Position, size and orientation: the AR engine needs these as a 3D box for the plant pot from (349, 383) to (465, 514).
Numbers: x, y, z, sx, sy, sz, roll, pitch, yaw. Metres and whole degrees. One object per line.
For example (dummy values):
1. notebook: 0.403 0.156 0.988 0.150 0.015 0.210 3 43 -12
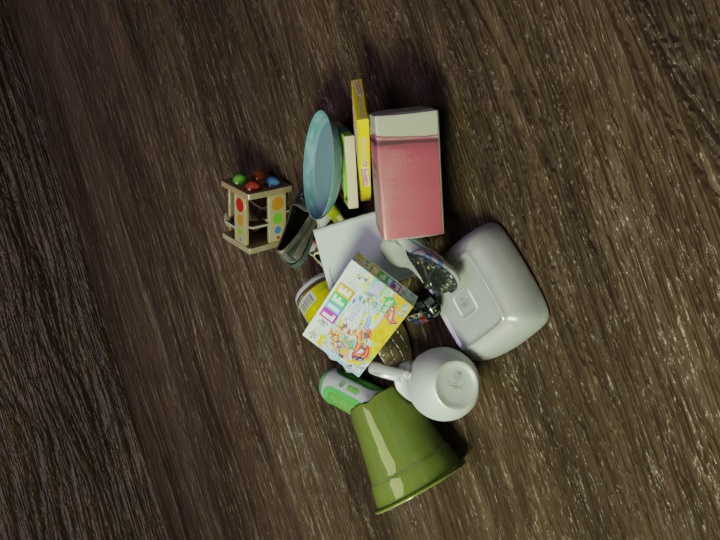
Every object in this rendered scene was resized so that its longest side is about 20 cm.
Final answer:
1. plant pot: 0.071 0.326 1.306 0.200 0.197 0.193 -43 72 50

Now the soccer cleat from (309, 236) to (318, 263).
1. soccer cleat: -0.083 -0.045 1.473 0.197 0.068 0.087 22 131 38

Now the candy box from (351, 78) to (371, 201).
1. candy box: 0.002 -0.231 1.238 0.202 0.026 0.104 87 175 -54

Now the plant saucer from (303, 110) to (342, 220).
1. plant saucer: -0.071 -0.198 1.300 0.199 0.027 0.207 180 90 -70

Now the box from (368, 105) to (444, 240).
1. box: 0.075 -0.167 1.153 0.128 0.106 0.206 -106 11 -75

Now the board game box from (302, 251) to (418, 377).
1. board game box: -0.004 0.082 1.220 0.133 0.034 0.202 35 124 1

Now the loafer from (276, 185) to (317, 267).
1. loafer: -0.121 -0.110 1.423 0.070 0.063 0.205 2 68 35

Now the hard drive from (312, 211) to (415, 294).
1. hard drive: 0.023 -0.037 1.254 0.027 0.195 0.136 -118 12 -87

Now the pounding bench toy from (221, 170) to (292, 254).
1. pounding bench toy: -0.265 -0.157 1.617 0.198 0.122 0.160 27 124 43

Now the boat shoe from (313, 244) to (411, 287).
1. boat shoe: 0.000 0.000 1.306 0.195 0.076 0.073 18 114 4

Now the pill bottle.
1. pill bottle: -0.049 0.112 1.457 0.202 0.108 0.110 56 139 21

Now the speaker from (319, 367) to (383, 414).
1. speaker: -0.004 0.275 1.482 0.198 0.087 0.091 17 117 48

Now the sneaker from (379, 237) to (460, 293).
1. sneaker: 0.107 -0.024 1.155 0.199 0.072 0.073 35 152 51

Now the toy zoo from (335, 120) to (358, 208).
1. toy zoo: -0.036 -0.211 1.321 0.200 0.020 0.135 -120 25 -67

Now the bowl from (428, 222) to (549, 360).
1. bowl: 0.196 0.045 1.150 0.203 0.073 0.200 63 143 15

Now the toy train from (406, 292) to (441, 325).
1. toy train: 0.111 0.073 1.234 0.046 0.034 0.200 52 171 1

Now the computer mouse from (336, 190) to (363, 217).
1. computer mouse: -0.060 -0.129 1.442 0.198 0.033 0.060 -19 89 54

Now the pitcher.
1. pitcher: 0.109 0.192 1.197 0.200 0.167 0.125 155 128 -74

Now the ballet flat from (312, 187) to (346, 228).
1. ballet flat: -0.046 -0.082 1.373 0.200 0.067 0.067 47 162 8

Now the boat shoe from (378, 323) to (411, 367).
1. boat shoe: 0.045 0.111 1.382 0.204 0.071 0.068 63 175 1
